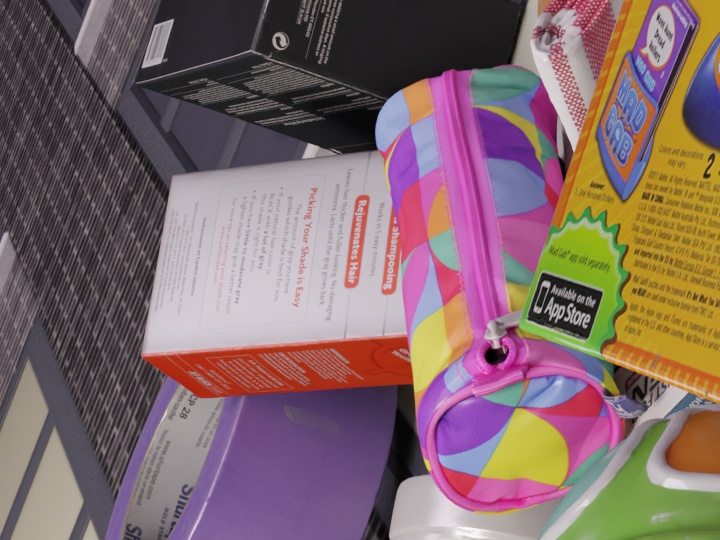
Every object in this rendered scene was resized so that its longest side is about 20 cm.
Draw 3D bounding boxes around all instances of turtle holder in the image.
[{"bbox_3d":[0.121,0.132,0.789,0.132,0.140,0.186,-75,-23,-50],"label":"turtle holder"}]

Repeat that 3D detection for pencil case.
[{"bbox_3d":[0.053,0.002,0.924,0.089,0.088,0.201,-57,27,33],"label":"pencil case"}]

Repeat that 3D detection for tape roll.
[{"bbox_3d":[-0.063,0.116,1.237,0.201,0.084,0.201,-58,17,30],"label":"tape roll"}]

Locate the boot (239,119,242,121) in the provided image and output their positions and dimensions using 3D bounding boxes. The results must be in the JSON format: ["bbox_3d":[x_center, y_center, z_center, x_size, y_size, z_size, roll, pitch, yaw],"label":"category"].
[{"bbox_3d":[-0.040,-0.194,1.465,0.144,0.070,0.203,4,83,65],"label":"boot"}]

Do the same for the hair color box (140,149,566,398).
[{"bbox_3d":[0.000,0.000,1.105,0.199,0.061,0.102,-5,64,29],"label":"hair color box"}]

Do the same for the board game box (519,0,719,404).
[{"bbox_3d":[0.195,-0.037,0.614,0.200,0.199,0.201,21,93,68],"label":"board game box"}]

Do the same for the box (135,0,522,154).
[{"bbox_3d":[-0.022,-0.122,1.277,0.200,0.140,0.079,-1,71,67],"label":"box"}]

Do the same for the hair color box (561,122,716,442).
[{"bbox_3d":[0.134,-0.016,0.930,0.100,0.060,0.201,127,151,-45],"label":"hair color box"}]

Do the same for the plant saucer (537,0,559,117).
[{"bbox_3d":[0.135,-0.158,1.075,0.200,0.032,0.201,-48,33,46],"label":"plant saucer"}]

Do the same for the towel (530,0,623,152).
[{"bbox_3d":[0.130,-0.100,0.828,0.030,0.147,0.200,18,62,36],"label":"towel"}]

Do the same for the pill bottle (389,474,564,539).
[{"bbox_3d":[0.043,0.189,0.920,0.116,0.116,0.202,-24,52,62],"label":"pill bottle"}]
